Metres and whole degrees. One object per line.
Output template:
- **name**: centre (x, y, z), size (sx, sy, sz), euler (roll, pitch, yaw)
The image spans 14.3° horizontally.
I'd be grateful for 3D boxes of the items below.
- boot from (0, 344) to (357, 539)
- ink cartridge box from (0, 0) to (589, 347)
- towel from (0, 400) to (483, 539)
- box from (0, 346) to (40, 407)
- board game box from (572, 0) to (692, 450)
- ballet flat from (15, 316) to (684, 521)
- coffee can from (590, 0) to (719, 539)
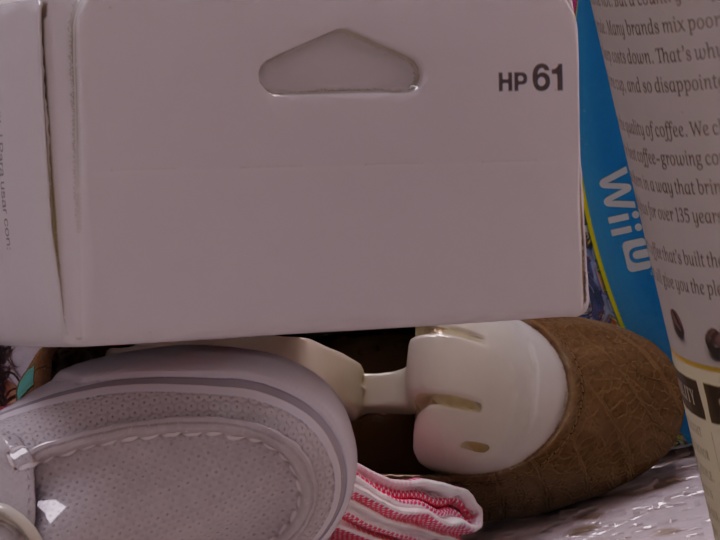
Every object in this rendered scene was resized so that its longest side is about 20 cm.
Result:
- **boot**: centre (-0.094, 0.079, 0.640), size (0.200, 0.074, 0.096), euler (-18, 18, 2)
- **ink cartridge box**: centre (-0.054, -0.025, 0.739), size (0.144, 0.085, 0.200), euler (-4, 1, -30)
- **towel**: centre (-0.085, 0.063, 0.805), size (0.200, 0.030, 0.146), euler (-8, -21, 31)
- **box**: centre (-0.198, 0.056, 0.911), size (0.200, 0.075, 0.050), euler (-5, -13, -27)
- **board game box**: centre (0.000, 0.000, 0.908), size (0.200, 0.148, 0.064), euler (-13, 6, 6)
- **ballet flat**: centre (-0.004, 0.035, 0.839), size (0.200, 0.068, 0.072), euler (2, -19, 4)
- **coffee can**: centre (0.129, -0.007, 0.565), size (0.146, 0.200, 0.146), euler (-13, 8, 2)
